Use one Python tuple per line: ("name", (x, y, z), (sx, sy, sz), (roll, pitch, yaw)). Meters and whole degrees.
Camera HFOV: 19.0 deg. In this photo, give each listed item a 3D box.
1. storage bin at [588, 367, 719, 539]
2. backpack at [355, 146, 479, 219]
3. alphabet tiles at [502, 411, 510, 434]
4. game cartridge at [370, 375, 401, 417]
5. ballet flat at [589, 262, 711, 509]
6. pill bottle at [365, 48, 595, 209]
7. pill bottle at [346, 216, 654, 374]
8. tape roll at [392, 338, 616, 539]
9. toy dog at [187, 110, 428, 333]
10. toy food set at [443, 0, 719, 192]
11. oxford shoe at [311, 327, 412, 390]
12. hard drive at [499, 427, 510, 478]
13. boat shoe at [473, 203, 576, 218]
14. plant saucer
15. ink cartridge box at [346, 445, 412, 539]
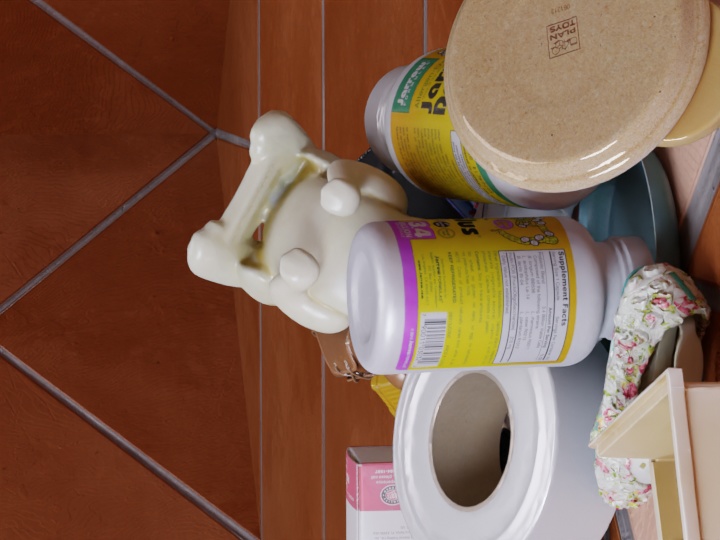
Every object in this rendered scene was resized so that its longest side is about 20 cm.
("storage bin", (0.211, 0.181, 1.301), (0.199, 0.093, 0.201), (117, 150, -69))
("backpack", (0.091, -0.025, 1.791), (0.135, 0.200, 0.183), (-46, 60, 14))
("alphabet tiles", (0.120, 0.148, 1.762), (0.200, 0.015, 0.196), (57, 168, 0))
("game cartridge", (0.066, 0.079, 1.903), (0.200, 0.032, 0.177), (50, -145, -41))
("ballet flat", (0.198, 0.090, 1.451), (0.064, 0.075, 0.201), (38, 137, 45))
("pill bottle", (0.088, -0.107, 1.572), (0.200, 0.112, 0.113), (12, 104, 60))
("pill bottle", (0.097, 0.016, 1.468), (0.104, 0.199, 0.105), (178, 90, -76))
("tape roll", (0.108, 0.126, 1.588), (0.202, 0.071, 0.203), (-18, 68, 54))
("toy dog", (0.000, 0.000, 1.592), (0.200, 0.140, 0.194), (26, 166, 42))
("toy food set", (0.143, -0.145, 1.400), (0.049, 0.200, 0.198), (26, -141, -53))
("oxford shoe", (0.009, 0.066, 1.749), (0.071, 0.071, 0.200), (-55, 22, 4))
("hard drive", (0.137, 0.237, 1.696), (0.135, 0.042, 0.201), (45, 149, 47))
("boat shoe", (0.136, -0.072, 1.652), (0.065, 0.073, 0.201), (121, 165, -58))
("plant saucer", (0.196, -0.006, 1.562), (0.200, 0.027, 0.201), (179, 90, -81))
("ink cartridge box", (0.060, 0.269, 2.015), (0.083, 0.146, 0.201), (-142, 52, -79))
